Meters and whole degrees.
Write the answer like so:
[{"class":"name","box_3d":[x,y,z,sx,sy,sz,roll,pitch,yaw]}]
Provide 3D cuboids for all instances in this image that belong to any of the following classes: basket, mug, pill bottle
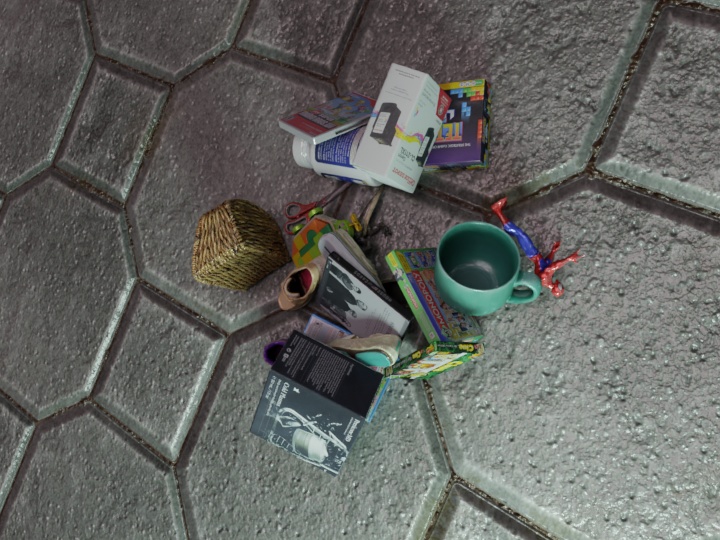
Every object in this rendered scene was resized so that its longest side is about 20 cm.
[{"class":"basket","box_3d":[-0.274,-0.059,1.519,0.148,0.199,0.145,-31,70,20]},{"class":"mug","box_3d":[0.218,0.016,1.283,0.150,0.115,0.186,-27,60,-17]},{"class":"pill bottle","box_3d":[-0.039,-0.250,1.473,0.197,0.119,0.122,14,88,29]}]

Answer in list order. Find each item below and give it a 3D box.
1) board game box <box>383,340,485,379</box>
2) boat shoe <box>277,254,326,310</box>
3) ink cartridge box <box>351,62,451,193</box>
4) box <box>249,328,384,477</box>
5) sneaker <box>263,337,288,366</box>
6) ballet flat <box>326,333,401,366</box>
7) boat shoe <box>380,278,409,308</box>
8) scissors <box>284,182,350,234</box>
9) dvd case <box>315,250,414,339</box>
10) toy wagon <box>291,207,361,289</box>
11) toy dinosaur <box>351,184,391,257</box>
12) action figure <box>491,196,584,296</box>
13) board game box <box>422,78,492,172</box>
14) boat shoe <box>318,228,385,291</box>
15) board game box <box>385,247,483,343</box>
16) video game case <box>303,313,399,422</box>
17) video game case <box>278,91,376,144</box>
[{"class":"board game box","box_3d":[0.129,0.164,1.272,0.200,0.103,0.024,138,129,-58]},{"class":"boat shoe","box_3d":[-0.130,0.031,1.466,0.200,0.069,0.074,-43,74,46]},{"class":"ink cartridge box","box_3d":[0.081,-0.265,1.337,0.082,0.145,0.203,24,95,26]},{"class":"box","box_3d":[-0.085,0.253,1.335,0.194,0.125,0.202,25,130,3]},{"class":"sneaker","box_3d":[-0.122,0.184,1.466,0.197,0.088,0.082,5,83,27]},{"class":"ballet flat","box_3d":[0.001,0.153,1.349,0.198,0.068,0.063,-4,40,41]},{"class":"boat shoe","box_3d":[0.050,0.051,1.412,0.198,0.060,0.074,-10,78,26]},{"class":"scissors","box_3d":[-0.087,-0.139,1.543,0.197,0.014,0.074,-19,71,23]},{"class":"dvd case","box_3d":[0.003,0.072,1.351,0.199,0.025,0.151,38,143,14]},{"class":"toy wagon","box_3d":[-0.072,-0.052,1.468,0.200,0.039,0.157,-39,72,43]},{"class":"toy dinosaur","box_3d":[0.010,-0.081,1.465,0.088,0.047,0.201,40,97,33]},{"class":"action figure","box_3d":[0.329,-0.053,1.275,0.098,0.065,0.202,-31,79,11]},{"class":"board game box","box_3d":[0.159,-0.287,1.413,0.197,0.056,0.169,0,81,28]},{"class":"boat shoe","box_3d":[0.000,0.000,1.369,0.201,0.062,0.072,52,145,5]},{"class":"board game box","box_3d":[0.140,0.049,1.324,0.029,0.133,0.202,-42,65,37]},{"class":"video game case","box_3d":[-0.039,0.195,1.415,0.197,0.018,0.145,26,93,4]},{"class":"video game case","box_3d":[-0.052,-0.318,1.451,0.142,0.198,0.018,34,142,45]}]
